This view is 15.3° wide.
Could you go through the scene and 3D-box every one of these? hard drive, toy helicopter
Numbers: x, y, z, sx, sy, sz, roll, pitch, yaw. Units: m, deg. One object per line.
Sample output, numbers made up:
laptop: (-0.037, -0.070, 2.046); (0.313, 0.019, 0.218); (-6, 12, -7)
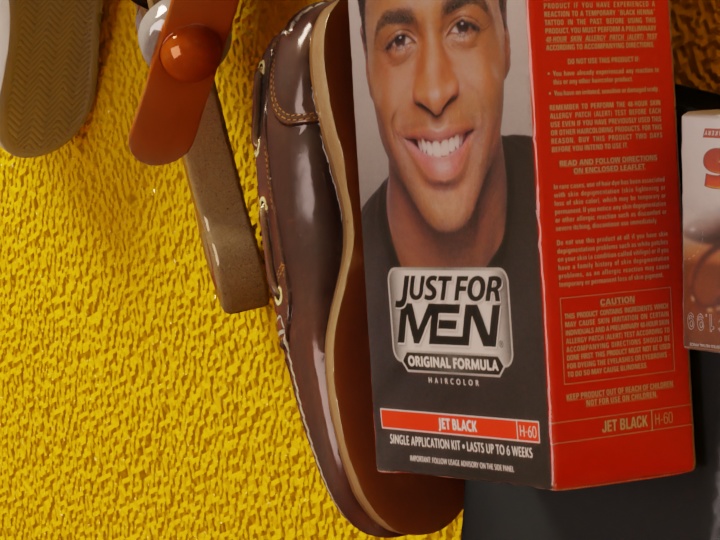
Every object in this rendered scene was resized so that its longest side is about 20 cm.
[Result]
hard drive: (0.088, 0.038, 0.889); (0.139, 0.033, 0.200); (21, 111, 52)
toy helicopter: (-0.065, -0.076, 1.050); (0.132, 0.079, 0.200); (-135, 30, -71)

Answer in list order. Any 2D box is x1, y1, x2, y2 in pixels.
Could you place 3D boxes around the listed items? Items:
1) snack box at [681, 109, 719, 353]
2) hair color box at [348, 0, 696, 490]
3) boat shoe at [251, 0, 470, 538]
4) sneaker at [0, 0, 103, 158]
snack box: (0.174, -0.006, 0.740); (0.200, 0.024, 0.072); (5, 99, 45)
hair color box: (0.049, -0.035, 0.853); (0.101, 0.061, 0.200); (-1, 93, 56)
boat shoe: (0.000, 0.000, 0.982); (0.070, 0.070, 0.200); (-19, 71, 54)
sneaker: (-0.156, -0.163, 1.179); (0.116, 0.074, 0.200); (46, 131, 38)
